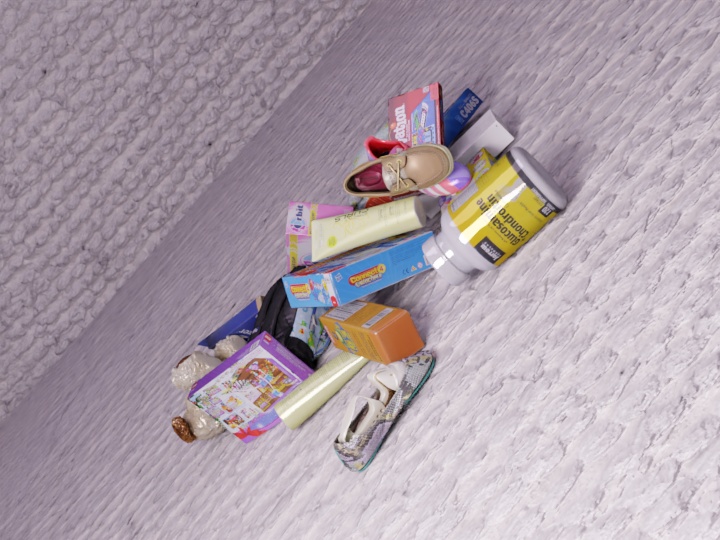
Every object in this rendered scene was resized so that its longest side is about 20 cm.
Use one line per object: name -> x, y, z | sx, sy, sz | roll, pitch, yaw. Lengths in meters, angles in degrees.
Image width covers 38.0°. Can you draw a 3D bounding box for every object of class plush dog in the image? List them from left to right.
plush dog -> -0.259, 0.236, 1.900 | 0.172, 0.160, 0.200 | -55, -14, 26

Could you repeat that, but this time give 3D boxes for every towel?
towel -> 0.043, -0.214, 1.942 | 0.200, 0.048, 0.172 | -49, 16, 29

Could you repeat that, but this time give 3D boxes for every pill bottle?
pill bottle -> 0.186, -0.072, 1.485 | 0.200, 0.112, 0.112 | -43, 20, 18

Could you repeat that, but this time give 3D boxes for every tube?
tube -> -0.046, 0.170, 1.644 | 0.200, 0.052, 0.058 | -41, 58, 0
tube -> 0.007, -0.071, 1.711 | 0.198, 0.052, 0.058 | -14, 18, 23

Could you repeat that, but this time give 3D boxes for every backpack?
backpack -> -0.117, 0.090, 1.834 | 0.163, 0.153, 0.202 | -32, 46, 45

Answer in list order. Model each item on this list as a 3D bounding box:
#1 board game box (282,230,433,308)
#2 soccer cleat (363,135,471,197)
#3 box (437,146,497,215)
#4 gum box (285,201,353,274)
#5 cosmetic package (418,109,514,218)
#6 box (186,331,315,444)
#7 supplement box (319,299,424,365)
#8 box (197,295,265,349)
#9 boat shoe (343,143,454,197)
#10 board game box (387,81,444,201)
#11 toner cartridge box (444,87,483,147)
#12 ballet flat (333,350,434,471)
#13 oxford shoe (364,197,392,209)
board game box -> 0.000, 0.000, 1.704 | 0.199, 0.056, 0.195 | -22, 8, -26
soccer cleat -> 0.090, -0.173, 1.717 | 0.199, 0.077, 0.067 | 20, 71, 39
box -> 0.183, -0.123, 1.694 | 0.117, 0.048, 0.200 | -44, 21, 17
gum box -> -0.073, -0.045, 1.873 | 0.200, 0.112, 0.067 | 96, 179, -65
cosmetic package -> 0.175, -0.185, 1.820 | 0.200, 0.051, 0.083 | -44, 16, 16
box -> -0.174, 0.197, 1.730 | 0.200, 0.137, 0.039 | -35, 23, 33
supplement box -> 0.014, 0.091, 1.581 | 0.069, 0.067, 0.200 | -34, 17, -18
box -> -0.206, 0.117, 1.992 | 0.200, 0.121, 0.033 | -35, 56, 34
boat shoe -> 0.058, -0.152, 1.675 | 0.199, 0.075, 0.066 | -14, 12, 40
board game box -> 0.096, -0.222, 1.799 | 0.102, 0.019, 0.202 | -15, 62, 28
toner cartridge box -> 0.151, -0.253, 1.945 | 0.095, 0.043, 0.200 | -46, 5, 47
ballet flat -> 0.028, 0.177, 1.428 | 0.201, 0.072, 0.072 | -55, 20, -17
oxford shoe -> 0.043, -0.110, 1.887 | 0.200, 0.071, 0.073 | -54, 6, 44
